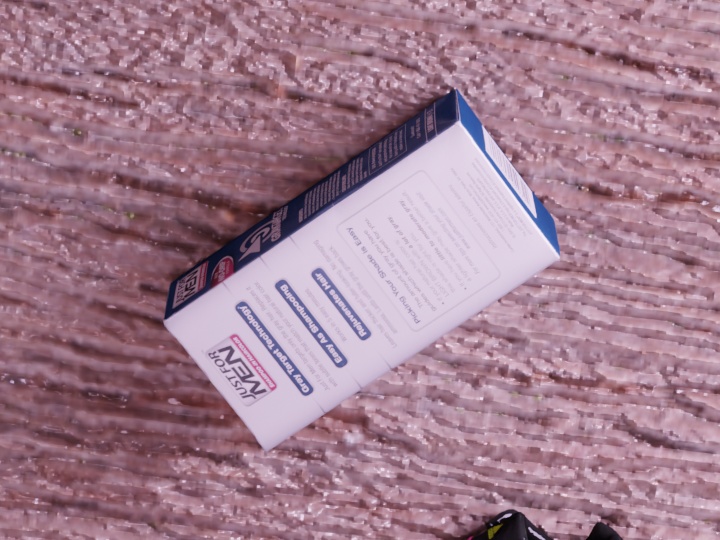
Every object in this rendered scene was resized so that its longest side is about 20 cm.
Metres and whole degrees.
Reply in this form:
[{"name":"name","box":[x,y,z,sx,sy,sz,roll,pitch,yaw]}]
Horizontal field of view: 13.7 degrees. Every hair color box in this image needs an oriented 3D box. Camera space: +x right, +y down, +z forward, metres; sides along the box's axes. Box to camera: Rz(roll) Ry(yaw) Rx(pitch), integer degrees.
[{"name":"hair color box","box":[0.000,0.000,1.639,0.200,0.061,0.100,-34,108,12]}]

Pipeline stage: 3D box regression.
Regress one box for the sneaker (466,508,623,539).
[{"name":"sneaker","box":[0.067,0.177,1.707,0.199,0.074,0.088,2,110,-4]}]
